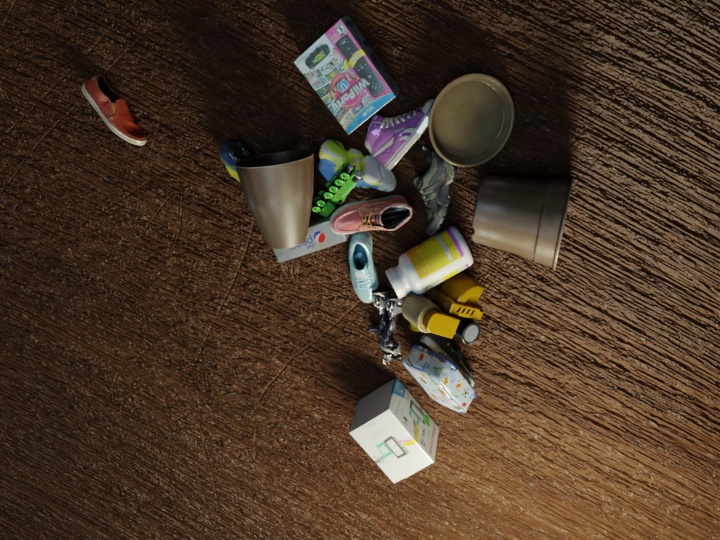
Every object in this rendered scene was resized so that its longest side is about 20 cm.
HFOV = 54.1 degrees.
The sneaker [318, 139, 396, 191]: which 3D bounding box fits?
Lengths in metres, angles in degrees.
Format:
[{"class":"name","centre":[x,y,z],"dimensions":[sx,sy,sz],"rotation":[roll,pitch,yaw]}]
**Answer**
[{"class":"sneaker","centre":[-0.014,-0.228,1.667],"dimensions":[0.197,0.076,0.106],"rotation":[31,138,-4]}]

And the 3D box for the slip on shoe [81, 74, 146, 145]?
[{"class":"slip on shoe","centre":[-0.594,-0.390,1.720],"dimensions":[0.061,0.074,0.201],"rotation":[-36,99,23]}]

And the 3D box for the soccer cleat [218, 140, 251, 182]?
[{"class":"soccer cleat","centre":[-0.274,-0.229,1.735],"dimensions":[0.083,0.065,0.202],"rotation":[-10,121,50]}]

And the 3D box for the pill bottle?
[{"class":"pill bottle","centre":[0.160,-0.014,1.665],"dimensions":[0.197,0.104,0.106],"rotation":[-29,108,1]}]

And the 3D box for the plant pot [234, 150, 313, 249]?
[{"class":"plant pot","centre":[-0.186,-0.162,1.651],"dimensions":[0.182,0.187,0.205],"rotation":[-3,109,15]}]

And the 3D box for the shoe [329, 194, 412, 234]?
[{"class":"shoe","centre":[0.024,-0.126,1.647],"dimensions":[0.195,0.091,0.073],"rotation":[-15,108,-4]}]

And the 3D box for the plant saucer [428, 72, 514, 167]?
[{"class":"plant saucer","centre":[0.239,-0.328,1.534],"dimensions":[0.195,0.030,0.205],"rotation":[-5,116,-10]}]

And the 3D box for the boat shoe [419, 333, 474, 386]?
[{"class":"boat shoe","centre":[0.235,0.224,1.823],"dimensions":[0.200,0.068,0.057],"rotation":[45,78,-18]}]

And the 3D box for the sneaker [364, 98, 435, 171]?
[{"class":"sneaker","centre":[0.085,-0.330,1.583],"dimensions":[0.114,0.073,0.201],"rotation":[42,117,-4]}]

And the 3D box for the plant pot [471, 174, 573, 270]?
[{"class":"plant pot","centre":[0.355,-0.119,1.561],"dimensions":[0.194,0.201,0.205],"rotation":[11,119,16]}]

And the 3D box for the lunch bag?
[{"class":"lunch bag","centre":[0.196,0.272,1.794],"dimensions":[0.159,0.076,0.201],"rotation":[20,153,49]}]

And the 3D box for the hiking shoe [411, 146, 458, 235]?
[{"class":"hiking shoe","centre":[0.165,-0.185,1.641],"dimensions":[0.098,0.076,0.205],"rotation":[16,110,15]}]

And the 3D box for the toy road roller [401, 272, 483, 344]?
[{"class":"toy road roller","centre":[0.210,0.078,1.701],"dimensions":[0.197,0.123,0.149],"rotation":[14,102,-33]}]

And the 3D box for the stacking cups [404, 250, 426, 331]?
[{"class":"stacking cups","centre":[0.140,0.050,1.761],"dimensions":[0.059,0.061,0.205],"rotation":[-2,115,14]}]

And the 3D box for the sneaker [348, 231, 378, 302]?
[{"class":"sneaker","centre":[0.000,0.000,1.758],"dimensions":[0.072,0.082,0.204],"rotation":[-3,116,16]}]

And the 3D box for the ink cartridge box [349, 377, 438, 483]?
[{"class":"ink cartridge box","centre":[0.095,0.434,1.912],"dimensions":[0.145,0.147,0.201],"rotation":[-34,105,25]}]

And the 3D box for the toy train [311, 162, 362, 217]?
[{"class":"toy train","centre":[-0.055,-0.186,1.648],"dimensions":[0.055,0.043,0.200],"rotation":[22,147,-20]}]

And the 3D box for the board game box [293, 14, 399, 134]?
[{"class":"board game box","centre":[-0.028,-0.432,1.564],"dimensions":[0.146,0.065,0.201],"rotation":[-33,105,26]}]

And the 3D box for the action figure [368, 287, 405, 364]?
[{"class":"action figure","centre":[0.067,0.150,1.802],"dimensions":[0.129,0.068,0.205],"rotation":[28,124,48]}]

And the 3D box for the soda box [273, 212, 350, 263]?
[{"class":"soda box","centre":[-0.123,-0.086,1.753],"dimensions":[0.196,0.069,0.065],"rotation":[-18,109,20]}]
